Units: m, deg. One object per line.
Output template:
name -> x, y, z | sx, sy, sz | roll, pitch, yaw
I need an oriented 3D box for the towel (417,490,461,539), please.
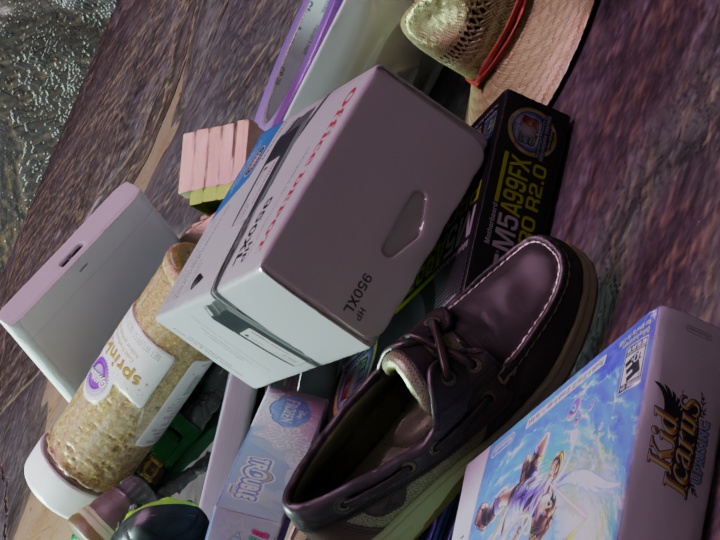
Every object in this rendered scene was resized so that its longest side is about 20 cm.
towel -> 0.013, 0.181, 1.570 | 0.200, 0.024, 0.145 | 177, 112, -76

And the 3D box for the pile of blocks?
pile of blocks -> -0.070, -0.012, 1.959 | 0.082, 0.062, 0.201 | -33, 57, 19

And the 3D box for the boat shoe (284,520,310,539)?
boat shoe -> -0.024, 0.188, 1.496 | 0.073, 0.074, 0.201 | -168, 96, -78

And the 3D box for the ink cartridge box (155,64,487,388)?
ink cartridge box -> -0.026, -0.022, 1.643 | 0.145, 0.084, 0.200 | -61, 14, -19

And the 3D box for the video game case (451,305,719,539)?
video game case -> 0.092, 0.137, 1.281 | 0.200, 0.045, 0.182 | -47, 26, 54

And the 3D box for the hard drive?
hard drive -> -0.155, 0.050, 1.985 | 0.132, 0.200, 0.026 | -47, 42, -13

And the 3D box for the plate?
plate -> 0.009, -0.121, 1.872 | 0.200, 0.032, 0.200 | -63, -16, 21

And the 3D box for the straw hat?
straw hat -> 0.071, -0.161, 1.733 | 0.202, 0.085, 0.201 | -60, 15, 28

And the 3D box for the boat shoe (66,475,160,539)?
boat shoe -> -0.137, 0.189, 1.910 | 0.066, 0.072, 0.201 | -41, -23, -3

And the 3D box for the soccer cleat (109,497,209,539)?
soccer cleat -> -0.124, 0.211, 1.708 | 0.200, 0.067, 0.081 | 108, 153, -49

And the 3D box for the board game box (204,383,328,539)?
board game box -> -0.073, 0.193, 1.648 | 0.200, 0.043, 0.200 | -67, -7, -72

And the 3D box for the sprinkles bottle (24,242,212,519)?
sprinkles bottle -> -0.148, 0.076, 1.873 | 0.200, 0.068, 0.068 | -55, 18, 23

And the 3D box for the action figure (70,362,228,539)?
action figure -> -0.139, 0.116, 1.971 | 0.200, 0.118, 0.055 | -56, 32, -8

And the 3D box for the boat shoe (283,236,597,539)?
boat shoe -> 0.039, 0.062, 1.421 | 0.201, 0.066, 0.072 | -50, 48, 4

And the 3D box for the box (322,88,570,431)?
box -> 0.048, 0.008, 1.644 | 0.200, 0.044, 0.161 | -46, 25, 57

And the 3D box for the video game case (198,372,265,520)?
video game case -> -0.091, 0.157, 1.863 | 0.182, 0.023, 0.201 | 100, -178, -52

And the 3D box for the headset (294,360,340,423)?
headset -> 0.000, 0.000, 1.808 | 0.124, 0.093, 0.201 | -94, 14, -87

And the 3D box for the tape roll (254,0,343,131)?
tape roll -> -0.015, -0.157, 2.060 | 0.201, 0.065, 0.200 | -62, 11, 21
